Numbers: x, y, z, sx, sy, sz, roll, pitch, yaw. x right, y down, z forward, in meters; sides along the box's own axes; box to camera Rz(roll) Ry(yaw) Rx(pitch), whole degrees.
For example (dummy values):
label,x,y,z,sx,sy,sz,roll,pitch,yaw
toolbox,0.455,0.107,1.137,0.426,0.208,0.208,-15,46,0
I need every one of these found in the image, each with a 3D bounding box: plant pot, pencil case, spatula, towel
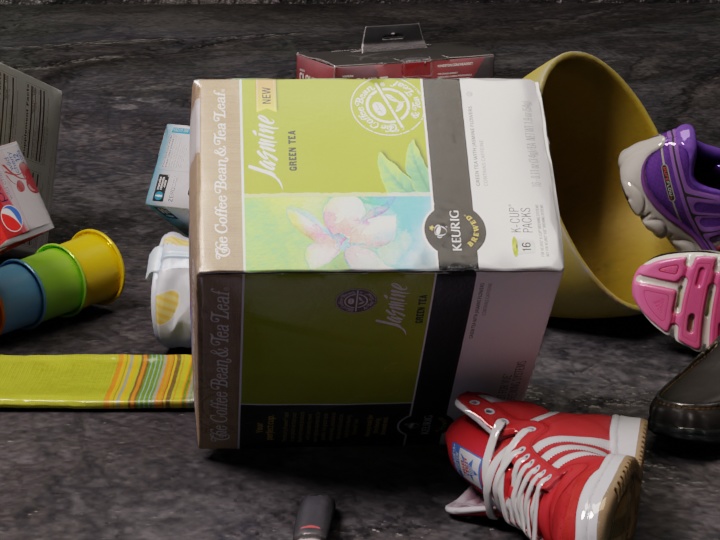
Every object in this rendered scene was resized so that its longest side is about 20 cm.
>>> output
label,x,y,z,sx,sy,sz,roll,pitch,yaw
plant pot,0.133,-0.046,1.421,0.142,0.201,0.200,-20,1,35
pencil case,-0.047,0.018,1.314,0.199,0.083,0.091,3,-17,10
spatula,-0.026,0.149,0.961,0.056,0.021,0.200,0,15,3
towel,-0.191,0.071,1.245,0.199,0.018,0.086,0,15,-2

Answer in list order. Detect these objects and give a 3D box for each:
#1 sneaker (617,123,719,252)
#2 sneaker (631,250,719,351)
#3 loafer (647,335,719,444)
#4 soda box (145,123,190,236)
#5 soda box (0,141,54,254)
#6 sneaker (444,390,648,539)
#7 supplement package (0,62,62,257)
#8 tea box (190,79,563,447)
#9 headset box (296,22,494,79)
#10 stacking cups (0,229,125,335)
label,x,y,z,sx,sy,sz,roll,pitch,yaw
sneaker,0.278,-0.037,1.396,0.083,0.200,0.081,-31,40,34
sneaker,0.289,0.018,1.358,0.199,0.074,0.087,4,15,-6
loafer,0.245,0.059,1.203,0.073,0.073,0.200,13,20,35
soda box,-0.081,-0.041,1.394,0.068,0.064,0.200,7,-16,23
soda box,-0.313,-0.021,1.322,0.200,0.070,0.063,-23,3,33
sneaker,0.091,0.115,0.997,0.112,0.072,0.200,8,9,10
supplement package,-0.368,-0.095,1.498,0.191,0.148,0.200,4,-4,14
tea box,0.000,0.000,1.086,0.196,0.200,0.134,-1,58,-6
headset box,0.028,-0.099,1.528,0.148,0.201,0.075,-8,18,-26
stacking cups,-0.255,0.024,1.351,0.060,0.061,0.200,11,22,32
